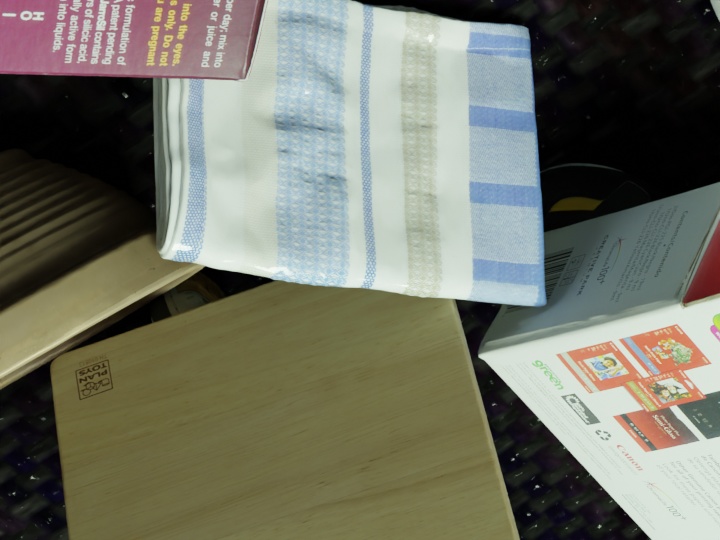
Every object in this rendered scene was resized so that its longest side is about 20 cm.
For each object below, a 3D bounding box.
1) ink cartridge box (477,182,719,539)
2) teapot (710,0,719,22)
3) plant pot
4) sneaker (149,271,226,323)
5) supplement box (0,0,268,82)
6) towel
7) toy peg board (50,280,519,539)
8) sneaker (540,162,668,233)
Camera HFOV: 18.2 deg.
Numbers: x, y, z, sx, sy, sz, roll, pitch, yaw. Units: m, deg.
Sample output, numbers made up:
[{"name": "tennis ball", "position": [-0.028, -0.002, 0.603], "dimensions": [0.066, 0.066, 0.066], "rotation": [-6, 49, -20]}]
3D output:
[{"name": "ink cartridge box", "position": [0.189, 0.060, 1.073], "dimensions": [0.175, 0.084, 0.200], "rotation": [-15, 126, 46]}, {"name": "teapot", "position": [0.232, -0.159, 0.969], "dimensions": [0.199, 0.146, 0.199], "rotation": [11, 92, 15]}, {"name": "plant pot", "position": [-0.177, 0.007, 1.037], "dimensions": [0.200, 0.201, 0.093], "rotation": [-29, 90, 8]}, {"name": "sneaker", "position": [-0.082, 0.088, 1.175], "dimensions": [0.087, 0.076, 0.201], "rotation": [-19, 130, 2]}, {"name": "supplement box", "position": [-0.143, -0.157, 0.911], "dimensions": [0.199, 0.131, 0.104], "rotation": [1, 131, -17]}, {"name": "towel", "position": [-0.003, -0.062, 1.035], "dimensions": [0.199, 0.148, 0.024], "rotation": [8, 159, -25]}, {"name": "toy peg board", "position": [-0.029, 0.113, 1.053], "dimensions": [0.199, 0.200, 0.098], "rotation": [-18, 139, 5]}, {"name": "sneaker", "position": [0.169, 0.006, 1.150], "dimensions": [0.199, 0.090, 0.070], "rotation": [28, 92, -22]}]
